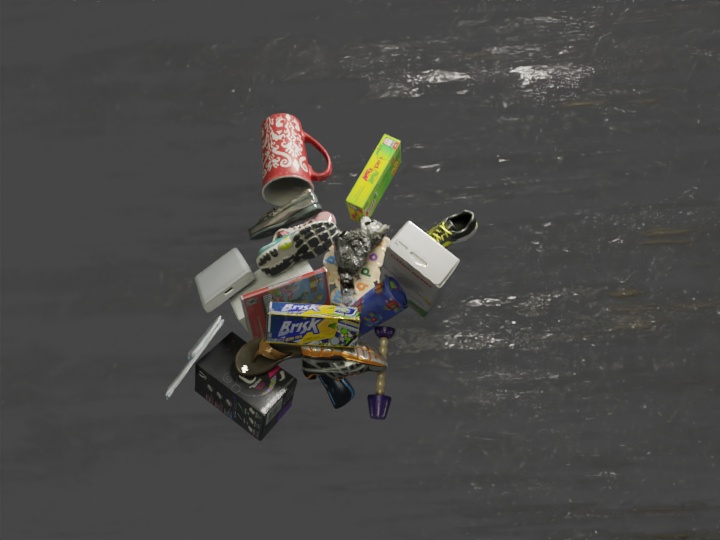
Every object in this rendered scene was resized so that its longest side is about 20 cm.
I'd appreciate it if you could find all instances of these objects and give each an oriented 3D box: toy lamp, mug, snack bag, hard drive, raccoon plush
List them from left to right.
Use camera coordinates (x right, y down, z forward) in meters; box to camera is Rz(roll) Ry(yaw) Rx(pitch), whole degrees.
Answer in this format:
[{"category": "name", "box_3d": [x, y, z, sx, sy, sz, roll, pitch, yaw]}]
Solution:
[{"category": "snack bag", "box_3d": [-0.377, 0.193, 1.281, 0.021, 0.188, 0.202, 37, 73, -11]}, {"category": "hard drive", "box_3d": [-0.325, 0.018, 1.348, 0.131, 0.027, 0.200, -37, 26, -7]}, {"category": "mug", "box_3d": [-0.176, -0.284, 1.470, 0.174, 0.133, 0.204, 3, 62, -27]}, {"category": "raccoon plush", "box_3d": [0.008, -0.028, 1.373, 0.131, 0.097, 0.205, -6, 99, -12]}, {"category": "toy lamp", "box_3d": [0.046, 0.231, 1.289, 0.057, 0.058, 0.205, 1, 69, 6]}]

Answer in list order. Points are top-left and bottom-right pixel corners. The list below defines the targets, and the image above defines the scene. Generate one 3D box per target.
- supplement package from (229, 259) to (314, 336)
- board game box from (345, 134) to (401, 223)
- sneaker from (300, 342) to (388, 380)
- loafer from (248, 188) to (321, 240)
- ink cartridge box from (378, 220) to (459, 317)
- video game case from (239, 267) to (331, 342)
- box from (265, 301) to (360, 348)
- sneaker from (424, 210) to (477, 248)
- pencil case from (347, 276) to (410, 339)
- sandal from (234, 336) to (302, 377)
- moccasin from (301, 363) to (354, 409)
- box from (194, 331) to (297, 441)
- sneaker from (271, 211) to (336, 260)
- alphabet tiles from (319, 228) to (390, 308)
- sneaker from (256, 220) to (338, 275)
[{"category": "supplement package", "box_3d": [-0.190, 0.062, 1.322, 0.198, 0.118, 0.118, -32, 45, -6]}, {"category": "board game box", "box_3d": [0.036, -0.225, 1.424, 0.047, 0.102, 0.202, 26, 75, 14]}, {"category": "sneaker", "box_3d": [-0.037, 0.201, 1.241, 0.195, 0.078, 0.079, 9, 105, -8]}, {"category": "loafer", "box_3d": [-0.195, -0.139, 1.425, 0.196, 0.072, 0.064, -23, 83, 5]}, {"category": "ink cartridge box", "box_3d": [0.126, 0.002, 1.273, 0.144, 0.201, 0.084, 38, 70, 12]}, {"category": "video game case", "box_3d": [-0.159, 0.083, 1.263, 0.196, 0.145, 0.017, -19, 40, -17]}, {"category": "box", "box_3d": [-0.102, 0.115, 1.214, 0.195, 0.064, 0.072, 4, 109, -9]}, {"category": "sneaker", "box_3d": [0.193, -0.087, 1.368, 0.198, 0.085, 0.075, -33, 70, -6]}, {"category": "pencil case", "box_3d": [0.022, 0.096, 1.286, 0.199, 0.086, 0.079, -38, 40, 26]}, {"category": "sandal", "box_3d": [-0.178, 0.169, 1.235, 0.196, 0.055, 0.083, -13, 62, -15]}, {"category": "moccasin", "box_3d": [-0.097, 0.225, 1.293, 0.068, 0.081, 0.200, -42, 70, -1]}, {"category": "box", "box_3d": [-0.255, 0.254, 1.263, 0.198, 0.107, 0.122, 31, 44, 15]}, {"category": "sneaker", "box_3d": [-0.142, -0.081, 1.389, 0.075, 0.105, 0.200, 37, 78, 29]}, {"category": "alphabet tiles", "box_3d": [0.000, 0.000, 1.395, 0.192, 0.015, 0.204, 17, 74, 9]}, {"category": "sneaker", "box_3d": [-0.146, -0.065, 1.286, 0.196, 0.079, 0.080, -24, 31, -2]}]
